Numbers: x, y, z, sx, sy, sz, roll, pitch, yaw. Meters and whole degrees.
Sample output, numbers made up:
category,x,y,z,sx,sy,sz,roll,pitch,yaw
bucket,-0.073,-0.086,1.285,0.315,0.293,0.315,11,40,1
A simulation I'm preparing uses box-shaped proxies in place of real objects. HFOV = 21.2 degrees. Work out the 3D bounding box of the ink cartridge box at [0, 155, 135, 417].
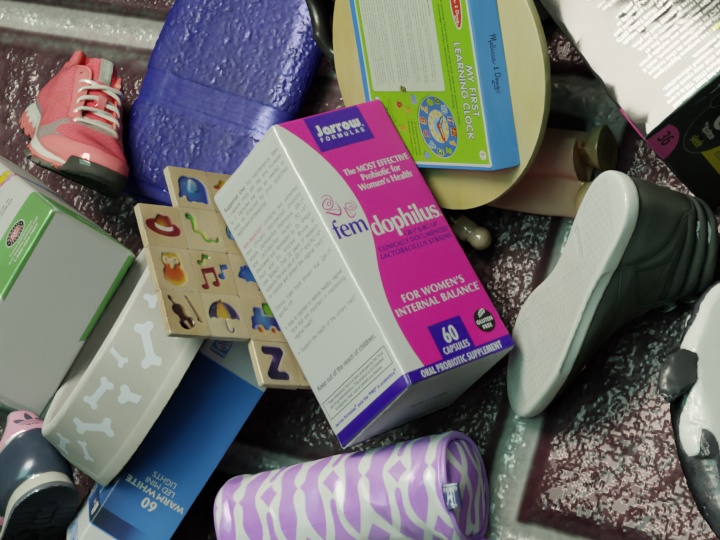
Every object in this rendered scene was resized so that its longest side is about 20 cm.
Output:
category,x,y,z,sx,sy,sz,roll,pitch,yaw
ink cartridge box,-0.275,0.002,1.477,0.146,0.084,0.200,-59,35,1

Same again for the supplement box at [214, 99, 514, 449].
category,x,y,z,sx,sy,sz,roll,pitch,yaw
supplement box,0.000,0.000,1.305,0.201,0.101,0.103,60,141,14

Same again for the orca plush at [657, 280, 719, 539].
category,x,y,z,sx,sy,sz,roll,pitch,yaw
orca plush,0.235,0.112,1.222,0.104,0.071,0.202,-8,69,-21

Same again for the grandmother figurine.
category,x,y,z,sx,sy,sz,roll,pitch,yaw
grandmother figurine,0.080,-0.078,1.357,0.198,0.061,0.122,4,68,27

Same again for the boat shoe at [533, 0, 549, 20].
category,x,y,z,sx,sy,sz,roll,pitch,yaw
boat shoe,0.167,-0.266,1.357,0.200,0.073,0.062,-46,62,16

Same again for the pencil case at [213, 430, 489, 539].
category,x,y,z,sx,sy,sz,roll,pitch,yaw
pencil case,-0.004,0.167,1.317,0.198,0.084,0.086,-13,92,27

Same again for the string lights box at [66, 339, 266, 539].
category,x,y,z,sx,sy,sz,roll,pitch,yaw
string lights box,-0.135,0.126,1.383,0.059,0.103,0.201,32,92,-11

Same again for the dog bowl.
category,x,y,z,sx,sy,sz,roll,pitch,yaw
dog bowl,-0.160,0.055,1.374,0.058,0.200,0.201,32,92,-10

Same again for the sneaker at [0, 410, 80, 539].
category,x,y,z,sx,sy,sz,roll,pitch,yaw
sneaker,-0.272,0.183,1.442,0.200,0.070,0.083,-48,54,37

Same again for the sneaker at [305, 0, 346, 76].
category,x,y,z,sx,sy,sz,roll,pitch,yaw
sneaker,0.019,-0.233,1.407,0.076,0.114,0.201,16,81,30

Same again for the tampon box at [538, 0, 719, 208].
category,x,y,z,sx,sy,sz,roll,pitch,yaw
tampon box,0.203,-0.169,1.259,0.126,0.150,0.201,-38,60,12

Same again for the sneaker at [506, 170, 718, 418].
category,x,y,z,sx,sy,sz,roll,pitch,yaw
sneaker,0.170,0.025,1.268,0.201,0.098,0.071,-66,31,34

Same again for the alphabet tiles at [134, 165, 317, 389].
category,x,y,z,sx,sy,sz,roll,pitch,yaw
alphabet tiles,-0.064,0.007,1.334,0.008,0.199,0.169,-39,57,40

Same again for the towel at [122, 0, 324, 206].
category,x,y,z,sx,sy,sz,roll,pitch,yaw
towel,-0.103,-0.134,1.485,0.147,0.049,0.202,20,87,29

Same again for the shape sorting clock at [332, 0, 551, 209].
category,x,y,z,sx,sy,sz,roll,pitch,yaw
shape sorting clock,0.053,-0.141,1.295,0.199,0.039,0.202,26,124,45

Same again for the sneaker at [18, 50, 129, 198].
category,x,y,z,sx,sy,sz,roll,pitch,yaw
sneaker,-0.215,-0.121,1.478,0.087,0.073,0.200,-62,26,9
